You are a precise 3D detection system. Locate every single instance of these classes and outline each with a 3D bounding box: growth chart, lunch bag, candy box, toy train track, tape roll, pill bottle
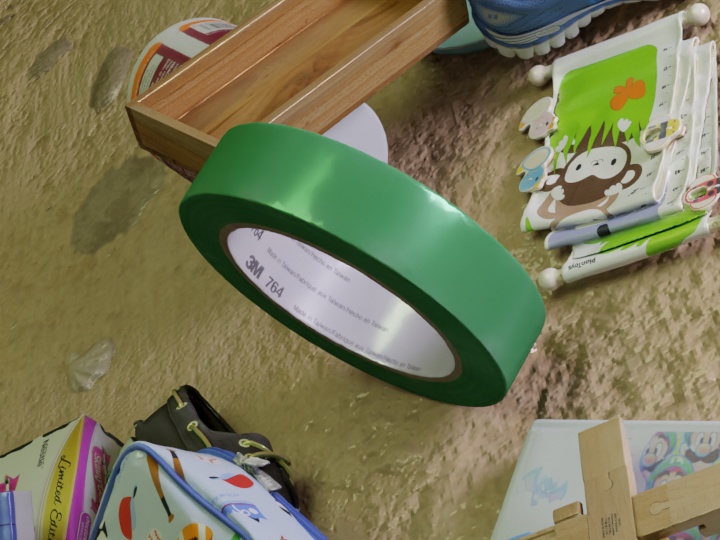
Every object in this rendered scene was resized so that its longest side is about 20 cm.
[{"bbox_3d":[0.149,-0.072,0.934,0.144,0.018,0.200,-24,41,29],"label":"growth chart"},{"bbox_3d":[-0.090,0.188,0.813,0.160,0.075,0.201,32,105,45],"label":"lunch bag"},{"bbox_3d":[-0.238,0.193,1.031,0.200,0.061,0.137,-26,41,25],"label":"candy box"},{"bbox_3d":[0.085,0.138,0.742,0.200,0.033,0.115,-25,40,24],"label":"toy train track"},{"bbox_3d":[0.000,0.000,0.858,0.200,0.200,0.048,9,62,49],"label":"tape roll"},{"bbox_3d":[-0.071,-0.098,1.096,0.114,0.114,0.200,-50,36,-5],"label":"pill bottle"}]

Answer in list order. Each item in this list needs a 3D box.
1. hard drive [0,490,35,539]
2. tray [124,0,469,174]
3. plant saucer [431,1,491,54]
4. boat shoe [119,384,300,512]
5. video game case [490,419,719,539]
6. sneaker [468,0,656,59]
[{"bbox_3d":[-0.233,0.238,0.933,0.132,0.025,0.201,-17,74,34],"label":"hard drive"},{"bbox_3d":[-0.036,-0.126,0.989,0.098,0.037,0.200,26,55,39],"label":"tray"},{"bbox_3d":[0.104,-0.223,1.114,0.200,0.027,0.201,-26,41,25],"label":"plant saucer"},{"bbox_3d":[-0.076,0.119,0.930,0.061,0.072,0.201,-56,34,-6],"label":"boat shoe"},{"bbox_3d":[0.134,0.150,0.731,0.200,0.024,0.182,-5,53,43],"label":"video game case"},{"bbox_3d":[0.152,-0.201,0.971,0.200,0.089,0.079,-29,63,14],"label":"sneaker"}]
